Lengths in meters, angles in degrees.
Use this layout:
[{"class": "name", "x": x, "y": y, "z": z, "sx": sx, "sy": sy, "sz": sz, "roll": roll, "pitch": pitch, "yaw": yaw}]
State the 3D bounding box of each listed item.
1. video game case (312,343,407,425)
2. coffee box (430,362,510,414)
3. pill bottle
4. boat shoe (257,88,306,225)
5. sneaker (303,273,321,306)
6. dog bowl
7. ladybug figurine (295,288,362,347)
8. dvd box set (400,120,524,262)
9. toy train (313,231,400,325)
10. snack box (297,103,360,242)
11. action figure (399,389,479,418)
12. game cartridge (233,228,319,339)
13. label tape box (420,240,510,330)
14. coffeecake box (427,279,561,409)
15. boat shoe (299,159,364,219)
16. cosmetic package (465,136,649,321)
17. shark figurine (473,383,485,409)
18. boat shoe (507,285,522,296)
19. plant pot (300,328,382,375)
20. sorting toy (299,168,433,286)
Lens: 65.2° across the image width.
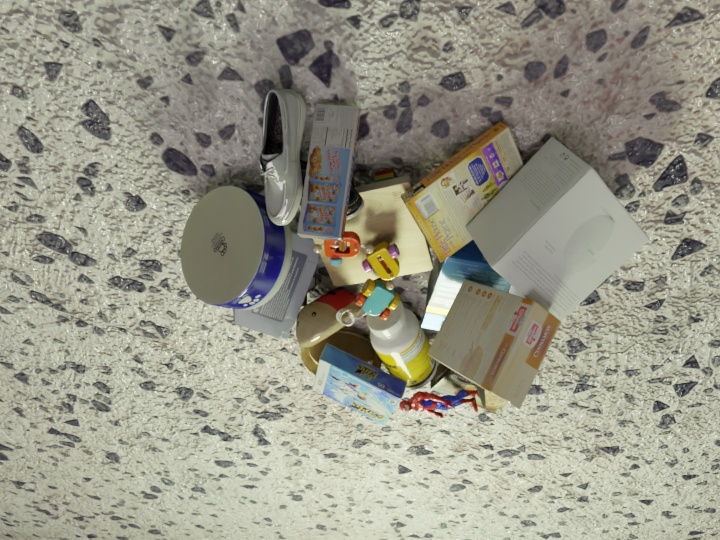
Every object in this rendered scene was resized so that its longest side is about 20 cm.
[{"class": "video game case", "x": -0.008, "y": 0.261, "z": 1.268, "sx": 0.195, "sy": 0.046, "sz": 0.183, "roll": 25, "pitch": 148, "yaw": 5}, {"class": "coffee box", "x": 0.268, "y": 0.243, "z": 1.291, "sx": 0.195, "sy": 0.081, "sz": 0.115, "roll": 23, "pitch": 133, "yaw": -16}, {"class": "pill bottle", "x": 0.086, "y": 0.154, "z": 1.200, "sx": 0.109, "sy": 0.115, "sz": 0.203, "roll": -13, "pitch": 132, "yaw": 19}, {"class": "boat shoe", "x": -0.126, "y": -0.172, "z": 0.861, "sx": 0.070, "sy": 0.068, "sz": 0.207, "roll": 20, "pitch": 107, "yaw": 29}, {"class": "sneaker", "x": -0.162, "y": 0.050, "z": 1.149, "sx": 0.197, "sy": 0.079, "sz": 0.139, "roll": -30, "pitch": 125, "yaw": 31}, {"class": "dog bowl", "x": -0.216, "y": -0.038, "z": 0.973, "sx": 0.195, "sy": 0.207, "sz": 0.078, "roll": -21, "pitch": 163, "yaw": 26}, {"class": "ladybug figurine", "x": -0.065, "y": 0.087, "z": 1.121, "sx": 0.134, "sy": 0.199, "sz": 0.073, "roll": -32, "pitch": 87, "yaw": 22}, {"class": "dvd box set", "x": 0.178, "y": -0.123, "z": 0.920, "sx": 0.197, "sy": 0.030, "sz": 0.147, "roll": -36, "pitch": 127, "yaw": 6}, {"class": "toy train", "x": 0.000, "y": 0.000, "z": 0.993, "sx": 0.144, "sy": 0.056, "sz": 0.205, "roll": -4, "pitch": 126, "yaw": 6}, {"class": "snack box", "x": -0.048, "y": -0.151, "z": 0.861, "sx": 0.069, "sy": 0.208, "sz": 0.024, "roll": 7, "pitch": 174, "yaw": 10}, {"class": "action figure", "x": 0.175, "y": 0.289, "z": 1.222, "sx": 0.193, "sy": 0.053, "sz": 0.066, "roll": 3, "pitch": 143, "yaw": -16}, {"class": "game cartridge", "x": -0.160, "y": 0.017, "z": 1.048, "sx": 0.129, "sy": 0.041, "sz": 0.206, "roll": 18, "pitch": 102, "yaw": -23}, {"class": "label tape box", "x": 0.205, "y": 0.034, "z": 1.101, "sx": 0.139, "sy": 0.065, "sz": 0.204, "roll": 10, "pitch": 135, "yaw": -5}, {"class": "coffeecake box", "x": 0.220, "y": 0.117, "z": 0.958, "sx": 0.072, "sy": 0.199, "sz": 0.157, "roll": 30, "pitch": 87, "yaw": -25}, {"class": "boat shoe", "x": -0.079, "y": -0.140, "z": 0.912, "sx": 0.197, "sy": 0.074, "sz": 0.061, "roll": 27, "pitch": 151, "yaw": 33}, {"class": "cosmetic package", "x": 0.313, "y": -0.059, "z": 0.908, "sx": 0.197, "sy": 0.124, "sz": 0.200, "roll": 34, "pitch": 108, "yaw": -31}, {"class": "shark figurine", "x": 0.324, "y": 0.187, "z": 1.174, "sx": 0.210, "sy": 0.089, "sz": 0.132, "roll": -25, "pitch": 129, "yaw": -23}, {"class": "boat shoe", "x": 0.311, "y": 0.045, "z": 1.100, "sx": 0.069, "sy": 0.066, "sz": 0.207, "roll": 7, "pitch": 115, "yaw": -5}, {"class": "plant pot", "x": -0.044, "y": 0.197, "z": 1.320, "sx": 0.192, "sy": 0.028, "sz": 0.204, "roll": 4, "pitch": 136, "yaw": 4}, {"class": "sorting toy", "x": 0.016, "y": -0.079, "z": 1.006, "sx": 0.193, "sy": 0.071, "sz": 0.202, "roll": -10, "pitch": 133, "yaw": 15}]
